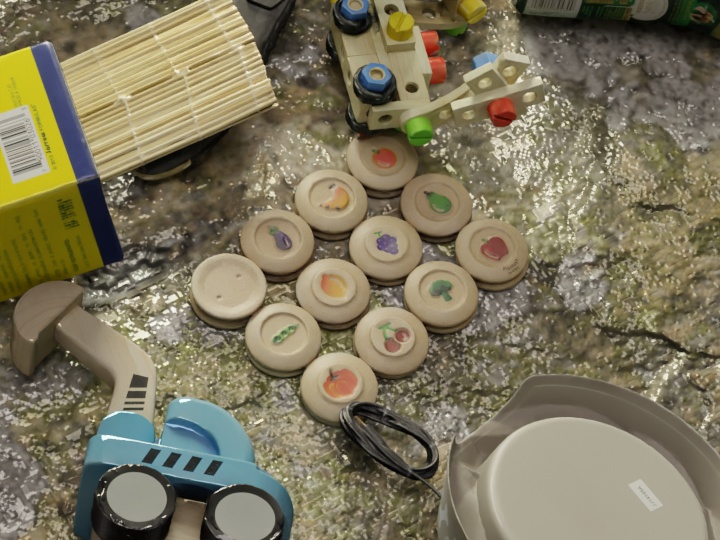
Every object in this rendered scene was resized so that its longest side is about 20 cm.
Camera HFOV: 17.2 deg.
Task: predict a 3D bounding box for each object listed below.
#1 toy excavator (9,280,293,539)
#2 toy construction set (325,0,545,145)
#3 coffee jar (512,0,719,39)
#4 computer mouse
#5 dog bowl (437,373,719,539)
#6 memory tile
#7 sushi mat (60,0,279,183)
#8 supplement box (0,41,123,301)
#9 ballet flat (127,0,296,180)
[{"bbox_3d":[-0.132,0.107,1.454,0.194,0.100,0.200,12,46,-3],"label":"toy excavator"},{"bbox_3d":[0.048,-0.154,1.621,0.131,0.092,0.200,-7,43,-14],"label":"toy construction set"},{"bbox_3d":[0.210,-0.223,1.688,0.199,0.085,0.105,7,59,-4],"label":"coffee jar"},{"bbox_3d":[0.054,0.157,1.473,0.059,0.034,0.200,-24,62,-37],"label":"computer mouse"},{"bbox_3d":[0.137,0.157,1.442,0.200,0.059,0.200,13,45,-13],"label":"dog bowl"},{"bbox_3d":[0.000,0.000,1.568,0.153,0.017,0.200,41,63,16],"label":"memory tile"},{"bbox_3d":[-0.159,-0.109,1.577,0.200,0.012,0.096,-24,65,1],"label":"sushi mat"},{"bbox_3d":[-0.263,-0.043,1.487,0.200,0.109,0.110,-19,63,-7],"label":"supplement box"},{"bbox_3d":[-0.098,-0.138,1.626,0.066,0.057,0.200,32,67,0],"label":"ballet flat"}]
